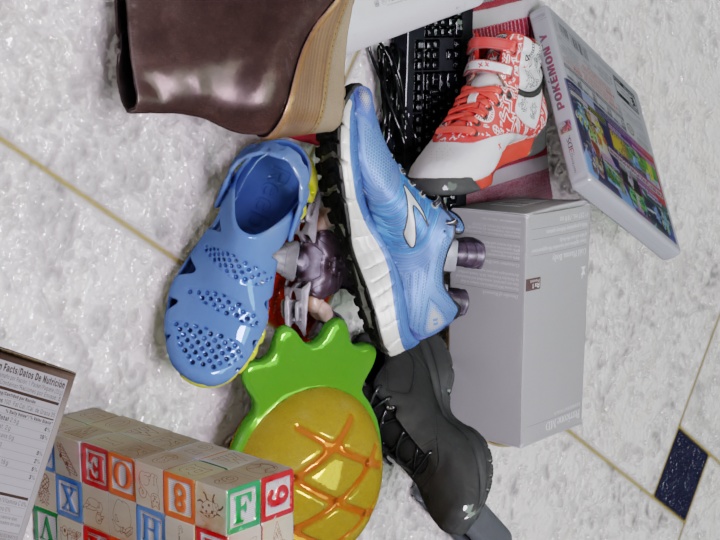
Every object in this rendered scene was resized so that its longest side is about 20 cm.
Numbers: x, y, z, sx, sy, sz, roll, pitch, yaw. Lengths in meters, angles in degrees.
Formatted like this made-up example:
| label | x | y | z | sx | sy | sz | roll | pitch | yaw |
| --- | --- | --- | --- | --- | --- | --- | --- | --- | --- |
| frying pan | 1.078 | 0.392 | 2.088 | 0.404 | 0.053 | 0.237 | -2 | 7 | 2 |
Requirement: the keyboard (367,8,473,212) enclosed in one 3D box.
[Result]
| label | x | y | z | sx | sy | sz | roll | pitch | yaw |
| --- | --- | --- | --- | --- | --- | --- | --- | --- | --- |
| keyboard | 0.056 | -0.127 | 1.206 | 0.103 | 0.040 | 0.202 | -7 | 103 | -31 |

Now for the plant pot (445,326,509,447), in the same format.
| label | x | y | z | sx | sy | sz | roll | pitch | yaw |
| --- | --- | --- | --- | --- | --- | --- | --- | --- | --- |
| plant pot | 0.140 | 0.061 | 1.355 | 0.199 | 0.027 | 0.202 | -13 | 107 | -45 |

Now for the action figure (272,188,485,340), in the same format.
| label | x | y | z | sx | sy | sz | roll | pitch | yaw |
| --- | --- | --- | --- | --- | --- | --- | --- | --- | --- |
| action figure | 0.000 | 0.000 | 1.168 | 0.198 | 0.069 | 0.131 | 7 | 100 | -32 |

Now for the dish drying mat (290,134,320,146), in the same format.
| label | x | y | z | sx | sy | sz | roll | pitch | yaw |
| --- | --- | --- | --- | --- | --- | --- | --- | --- | --- |
| dish drying mat | -0.087 | -0.150 | 1.081 | 0.199 | 0.018 | 0.078 | 15 | 86 | -46 |

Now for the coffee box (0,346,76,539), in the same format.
| label | x | y | z | sx | sy | sz | roll | pitch | yaw |
| --- | --- | --- | --- | --- | --- | --- | --- | --- | --- |
| coffee box | -0.260 | 0.138 | 0.884 | 0.079 | 0.114 | 0.202 | 24 | 79 | -46 |

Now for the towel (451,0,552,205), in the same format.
| label | x | y | z | sx | sy | sz | roll | pitch | yaw |
| --- | --- | --- | --- | --- | --- | --- | --- | --- | --- |
| towel | 0.121 | -0.138 | 1.300 | 0.143 | 0.023 | 0.202 | -21 | 112 | -43 |

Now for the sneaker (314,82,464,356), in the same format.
| label | x | y | z | sx | sy | sz | roll | pitch | yaw |
| --- | --- | --- | --- | --- | --- | --- | --- | --- | --- |
| sneaker | 0.025 | -0.044 | 1.096 | 0.088 | 0.079 | 0.202 | -19 | 102 | -13 |

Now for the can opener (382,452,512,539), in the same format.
| label | x | y | z | sx | sy | sz | roll | pitch | yaw |
| --- | --- | --- | --- | --- | --- | --- | --- | --- | --- |
| can opener | 0.079 | 0.187 | 1.296 | 0.067 | 0.052 | 0.200 | -56 | 132 | -24 |

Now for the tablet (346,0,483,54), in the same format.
| label | x | y | z | sx | sy | sz | roll | pitch | yaw |
| --- | --- | --- | --- | --- | --- | --- | --- | --- | --- |
| tablet | 0.014 | -0.247 | 1.146 | 0.199 | 0.014 | 0.131 | -26 | 106 | -36 |

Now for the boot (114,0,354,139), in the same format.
| label | x | y | z | sx | sy | sz | roll | pitch | yaw |
| --- | --- | --- | --- | --- | --- | --- | --- | --- | --- |
| boot | -0.086 | -0.193 | 1.013 | 0.165 | 0.072 | 0.202 | 5 | 77 | -32 |

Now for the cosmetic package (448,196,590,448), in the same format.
| label | x | y | z | sx | sy | sz | roll | pitch | yaw |
| --- | --- | --- | --- | --- | --- | --- | --- | --- | --- |
| cosmetic package | 0.136 | 0.042 | 1.266 | 0.106 | 0.090 | 0.202 | -14 | 105 | -49 |

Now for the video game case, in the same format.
| label | x | y | z | sx | sy | sz | roll | pitch | yaw |
| --- | --- | --- | --- | --- | --- | --- | --- | --- | --- |
| video game case | 0.223 | -0.121 | 1.335 | 0.200 | 0.023 | 0.184 | 29 | 44 | -51 |

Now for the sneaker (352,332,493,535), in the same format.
| label | x | y | z | sx | sy | sz | roll | pitch | yaw |
| --- | --- | --- | --- | --- | --- | --- | --- | --- | --- |
| sneaker | 0.040 | 0.127 | 1.172 | 0.090 | 0.201 | 0.076 | 12 | 125 | -30 |

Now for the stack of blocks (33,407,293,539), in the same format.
| label | x | y | z | sx | sy | sz | roll | pitch | yaw |
| --- | --- | --- | --- | --- | --- | --- | --- | --- | --- |
| stack of blocks | -0.133 | 0.169 | 0.960 | 0.058 | 0.199 | 0.116 | -11 | 106 | -47 |

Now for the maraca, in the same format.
| label | x | y | z | sx | sy | sz | roll | pitch | yaw |
| --- | --- | --- | --- | --- | --- | --- | --- | --- | --- |
| maraca | -0.042 | 0.134 | 1.113 | 0.136 | 0.107 | 0.202 | -8 | 111 | -33 |

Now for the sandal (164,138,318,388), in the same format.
| label | x | y | z | sx | sy | sz | roll | pitch | yaw |
| --- | --- | --- | --- | --- | --- | --- | --- | --- | --- |
| sandal | -0.086 | -0.015 | 1.046 | 0.079 | 0.087 | 0.202 | 18 | 74 | -2 |

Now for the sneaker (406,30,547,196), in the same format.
| label | x | y | z | sx | sy | sz | roll | pitch | yaw |
| --- | --- | --- | --- | --- | --- | --- | --- | --- | --- |
| sneaker | 0.091 | -0.132 | 1.183 | 0.201 | 0.067 | 0.109 | -30 | 121 | -53 |
